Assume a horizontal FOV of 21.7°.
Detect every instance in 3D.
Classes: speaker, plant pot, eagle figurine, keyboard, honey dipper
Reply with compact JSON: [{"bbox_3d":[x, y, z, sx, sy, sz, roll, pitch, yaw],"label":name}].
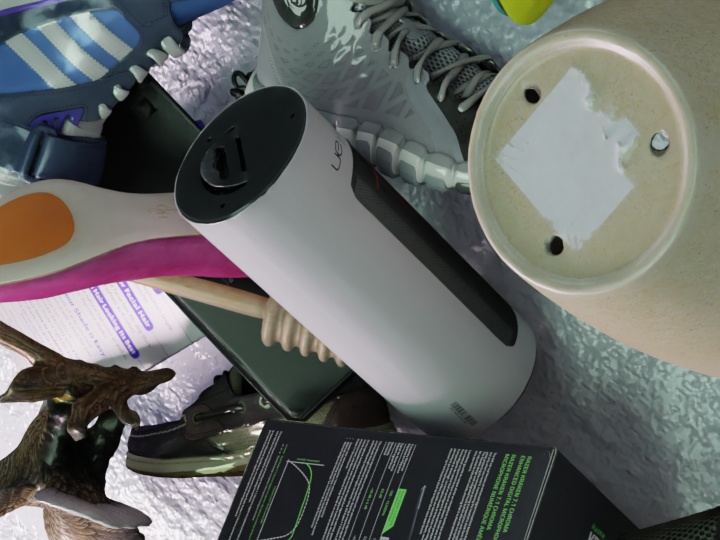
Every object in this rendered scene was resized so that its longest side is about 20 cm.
[{"bbox_3d":[0.000,0.000,0.914,0.081,0.081,0.200,-6,141,42],"label":"speaker"},{"bbox_3d":[0.133,-0.038,0.726,0.187,0.200,0.188,2,93,37],"label":"plant pot"},{"bbox_3d":[-0.186,0.121,1.084,0.152,0.151,0.200,41,123,10],"label":"eagle figurine"},{"bbox_3d":[-0.058,-0.029,1.013,0.127,0.021,0.200,-43,91,9],"label":"keyboard"},{"bbox_3d":[-0.098,0.008,0.995,0.199,0.038,0.038,14,125,7],"label":"honey dipper"}]

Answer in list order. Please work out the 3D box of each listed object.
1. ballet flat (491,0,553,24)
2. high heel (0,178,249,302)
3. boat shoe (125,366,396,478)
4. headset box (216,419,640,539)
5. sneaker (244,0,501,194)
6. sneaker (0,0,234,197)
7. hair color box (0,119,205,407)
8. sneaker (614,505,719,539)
[{"bbox_3d":[0.081,-0.203,0.815,0.067,0.067,0.201,7,115,35],"label":"ballet flat"},{"bbox_3d":[-0.115,-0.006,0.952,0.096,0.199,0.067,79,163,-49],"label":"high heel"},{"bbox_3d":[-0.060,0.085,1.093,0.200,0.072,0.066,-8,87,42],"label":"boat shoe"},{"bbox_3d":[0.056,0.160,0.958,0.199,0.093,0.174,2,150,38],"label":"headset box"},{"bbox_3d":[0.023,-0.110,0.909,0.199,0.075,0.116,17,118,32],"label":"sneaker"},{"bbox_3d":[-0.135,-0.088,0.977,0.199,0.081,0.147,-11,100,2],"label":"sneaker"},{"bbox_3d":[-0.141,0.005,1.115,0.200,0.065,0.110,-29,92,46],"label":"hair color box"},{"bbox_3d":[0.200,0.090,0.845,0.199,0.076,0.115,-14,90,22],"label":"sneaker"}]
